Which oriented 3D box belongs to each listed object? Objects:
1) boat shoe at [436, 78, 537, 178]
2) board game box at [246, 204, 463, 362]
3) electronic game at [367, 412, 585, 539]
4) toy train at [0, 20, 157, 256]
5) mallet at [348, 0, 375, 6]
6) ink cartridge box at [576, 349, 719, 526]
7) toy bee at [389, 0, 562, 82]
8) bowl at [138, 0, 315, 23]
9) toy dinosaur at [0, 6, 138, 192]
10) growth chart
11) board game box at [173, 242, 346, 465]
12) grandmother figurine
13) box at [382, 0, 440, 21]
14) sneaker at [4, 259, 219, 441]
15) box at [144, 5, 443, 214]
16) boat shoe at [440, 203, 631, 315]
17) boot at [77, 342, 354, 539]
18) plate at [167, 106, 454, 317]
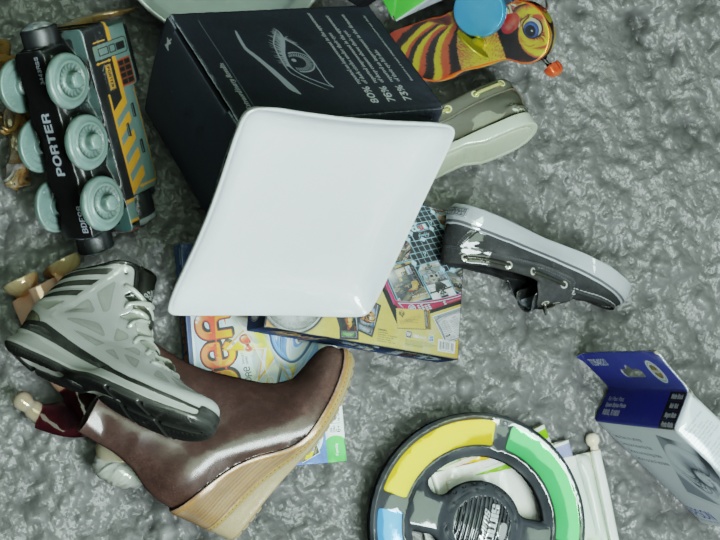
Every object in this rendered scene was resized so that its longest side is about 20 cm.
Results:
[{"bbox_3d":[0.058,-0.117,1.550,0.201,0.072,0.060,-20,71,-12],"label":"boat shoe"},{"bbox_3d":[0.000,0.000,1.502,0.199,0.035,0.136,12,77,-31],"label":"board game box"},{"bbox_3d":[0.103,0.225,1.513,0.199,0.042,0.201,2,82,-14],"label":"electronic game"},{"bbox_3d":[-0.227,-0.117,1.439,0.114,0.085,0.201,-31,113,-48],"label":"toy train"},{"bbox_3d":[-0.031,-0.321,1.454,0.200,0.066,0.041,56,45,-7],"label":"mallet"},{"bbox_3d":[0.280,0.152,1.507,0.200,0.200,0.041,44,79,-6],"label":"ink cartridge box"},{"bbox_3d":[0.128,-0.210,1.536,0.131,0.200,0.109,-29,91,-51],"label":"toy bee"},{"bbox_3d":[-0.129,-0.287,1.506,0.200,0.090,0.202,2,82,-15],"label":"bowl"},{"bbox_3d":[-0.284,-0.166,1.475,0.106,0.060,0.201,33,72,-39],"label":"toy dinosaur"},{"bbox_3d":[0.141,0.208,1.555,0.199,0.018,0.145,-4,83,-16],"label":"growth chart"},{"bbox_3d":[-0.088,0.073,1.498,0.135,0.034,0.201,-4,84,-17],"label":"board game box"},{"bbox_3d":[-0.233,0.093,1.444,0.121,0.061,0.200,-27,88,-9],"label":"grandmother figurine"},{"bbox_3d":[0.061,-0.348,1.528,0.176,0.097,0.200,-30,93,-46],"label":"box"},{"bbox_3d":[-0.178,0.052,1.364,0.200,0.076,0.116,22,69,25],"label":"sneaker"},{"bbox_3d":[-0.058,-0.135,1.430,0.199,0.105,0.148,-7,47,-30],"label":"box"},{"bbox_3d":[0.156,0.005,1.547,0.200,0.070,0.066,24,79,-29],"label":"boat shoe"},{"bbox_3d":[-0.115,0.104,1.425,0.166,0.072,0.200,41,75,-12],"label":"boot"},{"bbox_3d":[-0.043,-0.048,1.378,0.199,0.200,0.032,2,37,-34],"label":"plate"}]
